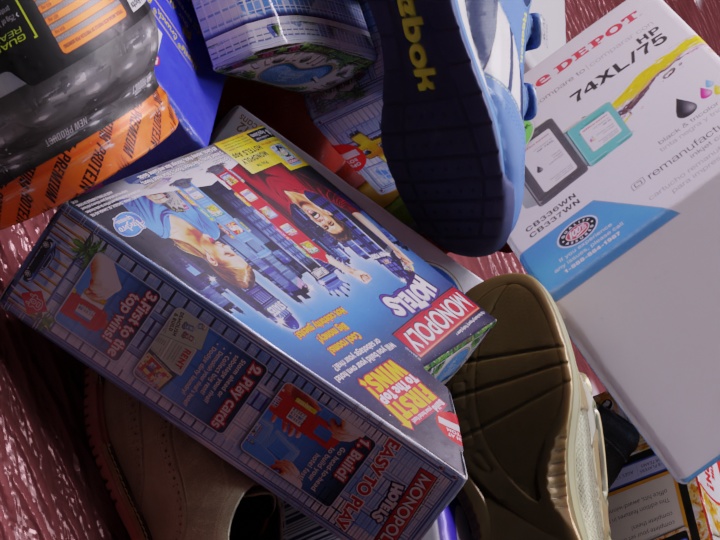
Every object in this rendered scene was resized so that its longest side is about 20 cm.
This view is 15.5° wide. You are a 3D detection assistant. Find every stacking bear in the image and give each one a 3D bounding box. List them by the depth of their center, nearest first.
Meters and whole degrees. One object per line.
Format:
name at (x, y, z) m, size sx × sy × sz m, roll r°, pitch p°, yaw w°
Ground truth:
stacking bear at (-0.002, -0.072, 1.466) m, size 0.200 × 0.121 × 0.114 m, roll 15°, pitch 65°, yaw -53°

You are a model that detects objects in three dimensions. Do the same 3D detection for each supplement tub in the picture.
supplement tub at (-0.165, -0.125, 1.100) m, size 0.200 × 0.122 × 0.123 m, roll 62°, pitch 21°, yaw -12°

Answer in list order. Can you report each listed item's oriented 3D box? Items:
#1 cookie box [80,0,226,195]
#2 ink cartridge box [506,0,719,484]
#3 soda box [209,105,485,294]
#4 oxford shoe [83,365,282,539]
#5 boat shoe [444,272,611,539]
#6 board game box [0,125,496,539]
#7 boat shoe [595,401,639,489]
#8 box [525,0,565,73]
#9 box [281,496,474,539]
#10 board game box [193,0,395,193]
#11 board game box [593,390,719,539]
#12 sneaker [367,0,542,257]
cookie box at (-0.135, -0.158, 1.275) m, size 0.171 × 0.075 × 0.200 m, roll 55°, pitch 23°, yaw -26°
ink cartridge box at (0.159, -0.023, 1.385) m, size 0.146 × 0.147 × 0.200 m, roll 52°, pitch 4°, yaw -29°
soda box at (0.000, 0.000, 1.316) m, size 0.200 × 0.064 × 0.068 m, roll 36°, pitch 0°, yaw -5°
oxford shoe at (-0.068, 0.094, 1.163) m, size 0.070 × 0.075 × 0.200 m, roll 26°, pitch 42°, yaw -56°
boat shoe at (0.084, 0.100, 1.245) m, size 0.063 × 0.073 × 0.201 m, roll 39°, pitch 35°, yaw -60°
board game box at (-0.026, 0.034, 1.172) m, size 0.200 × 0.062 × 0.200 m, roll 41°, pitch 25°, yaw 10°
boat shoe at (0.084, 0.076, 1.441) m, size 0.071 × 0.064 × 0.200 m, roll 44°, pitch -8°, yaw -34°
box at (0.024, -0.194, 1.623) m, size 0.199 × 0.131 × 0.200 m, roll 53°, pitch 24°, yaw -31°
box at (0.047, 0.189, 1.299) m, size 0.200 × 0.105 × 0.184 m, roll 43°, pitch 31°, yaw -46°
board game box at (-0.018, -0.145, 1.325) m, size 0.200 × 0.062 × 0.200 m, roll 6°, pitch 63°, yaw -65°
board game box at (0.136, 0.170, 1.473) m, size 0.046 × 0.151 × 0.200 m, roll 39°, pitch 34°, yaw -50°
sneaker at (0.053, -0.106, 1.268) m, size 0.082 × 0.074 × 0.200 m, roll -25°, pitch 112°, yaw -48°
